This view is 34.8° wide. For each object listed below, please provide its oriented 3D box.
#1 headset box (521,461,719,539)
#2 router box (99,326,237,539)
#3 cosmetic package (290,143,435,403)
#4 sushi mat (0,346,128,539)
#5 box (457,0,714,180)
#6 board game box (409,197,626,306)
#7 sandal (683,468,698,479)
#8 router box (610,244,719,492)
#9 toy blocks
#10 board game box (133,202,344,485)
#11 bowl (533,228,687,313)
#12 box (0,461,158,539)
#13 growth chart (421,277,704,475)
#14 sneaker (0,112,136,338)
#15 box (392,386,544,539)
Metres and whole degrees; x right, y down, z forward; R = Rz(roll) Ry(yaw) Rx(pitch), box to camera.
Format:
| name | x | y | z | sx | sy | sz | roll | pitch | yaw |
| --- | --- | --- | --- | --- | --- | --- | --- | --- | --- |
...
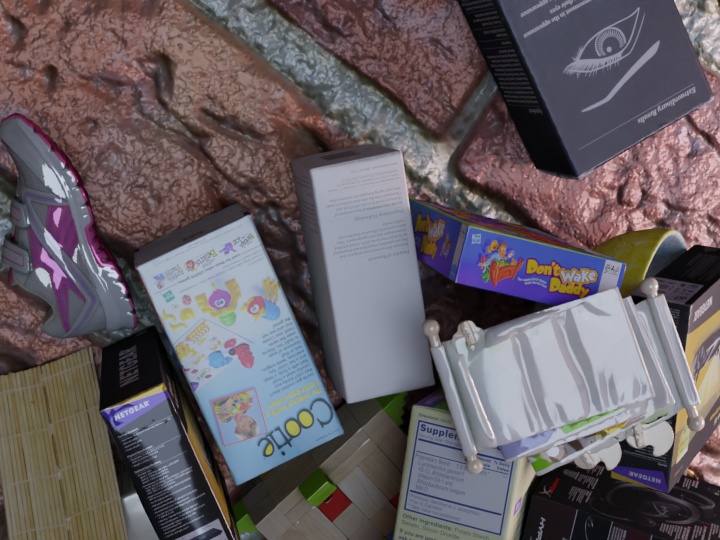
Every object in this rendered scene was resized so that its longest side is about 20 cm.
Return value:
| name | x | y | z | sx | sy | sz | roll | pitch | yaw |
| --- | --- | --- | --- | --- | --- | --- | --- | --- | --- |
| headset box | 0.252 | 0.230 | 0.995 | 0.198 | 0.149 | 0.078 | 17 | 107 | 18 |
| router box | -0.154 | 0.144 | 0.924 | 0.052 | 0.200 | 0.159 | -24 | 104 | -7 |
| cosmetic package | 0.000 | 0.000 | 0.991 | 0.084 | 0.108 | 0.203 | -12 | 103 | -11 |
| sushi mat | -0.249 | 0.165 | 0.946 | 0.095 | 0.012 | 0.202 | -15 | 62 | -6 |
| box | 0.190 | -0.202 | 1.001 | 0.147 | 0.104 | 0.202 | -28 | 104 | -7 |
| board game box | 0.117 | -0.015 | 0.965 | 0.133 | 0.200 | 0.045 | 13 | 97 | -14 |
| sandal | 0.309 | 0.240 | 1.110 | 0.053 | 0.080 | 0.203 | -3 | 106 | 0 |
| router box | 0.276 | 0.076 | 0.984 | 0.052 | 0.199 | 0.159 | 11 | 109 | 29 |
| toy blocks | -0.005 | 0.208 | 1.040 | 0.200 | 0.100 | 0.137 | -42 | 116 | -3 |
| board game box | -0.105 | 0.059 | 0.979 | 0.104 | 0.103 | 0.202 | -24 | 103 | -8 |
| bowl | 0.216 | 0.056 | 1.034 | 0.107 | 0.199 | 0.203 | 10 | 99 | 28 |
| box | -0.265 | 0.242 | 0.979 | 0.198 | 0.095 | 0.079 | -22 | 104 | -7 |
| growth chart | 0.157 | 0.087 | 0.875 | 0.197 | 0.018 | 0.147 | -13 | 100 | 0 |
| sneaker | -0.258 | -0.028 | 0.943 | 0.087 | 0.081 | 0.202 | -23 | 102 | -9 |
| box | 0.097 | 0.206 | 0.998 | 0.096 | 0.176 | 0.203 | 12 | 98 | 17 |
